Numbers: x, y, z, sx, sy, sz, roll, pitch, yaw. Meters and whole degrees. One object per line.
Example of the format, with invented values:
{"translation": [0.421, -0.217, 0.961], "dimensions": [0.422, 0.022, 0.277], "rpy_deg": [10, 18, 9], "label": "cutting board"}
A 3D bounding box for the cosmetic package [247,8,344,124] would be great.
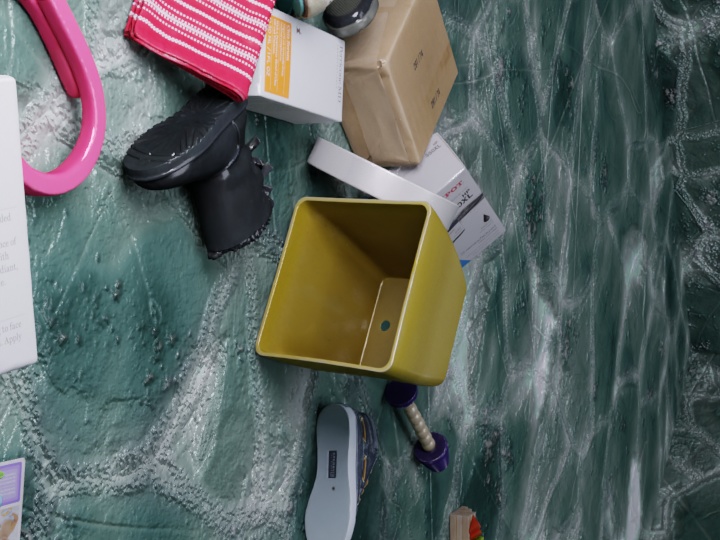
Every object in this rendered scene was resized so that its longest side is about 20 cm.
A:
{"translation": [-0.093, -0.233, 1.343], "dimensions": [0.199, 0.070, 0.104], "rpy_deg": [2, 90, -65], "label": "cosmetic package"}

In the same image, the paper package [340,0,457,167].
{"translation": [0.042, -0.271, 1.585], "dimensions": [0.192, 0.102, 0.202], "rpy_deg": [67, 35, -44], "label": "paper package"}

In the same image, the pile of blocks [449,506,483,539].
{"translation": [0.181, 0.503, 1.978], "dimensions": [0.082, 0.061, 0.204], "rpy_deg": [37, 59, -59], "label": "pile of blocks"}

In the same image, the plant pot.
{"translation": [0.022, 0.042, 1.413], "dimensions": [0.176, 0.197, 0.203], "rpy_deg": [34, 66, -50], "label": "plant pot"}

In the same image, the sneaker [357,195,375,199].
{"translation": [0.000, 0.000, 1.569], "dimensions": [0.083, 0.069, 0.204], "rpy_deg": [-7, 101, -74], "label": "sneaker"}

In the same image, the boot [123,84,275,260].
{"translation": [-0.161, -0.087, 1.221], "dimensions": [0.199, 0.072, 0.165], "rpy_deg": [-52, 143, -47], "label": "boot"}

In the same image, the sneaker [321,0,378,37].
{"translation": [-0.030, -0.373, 1.427], "dimensions": [0.202, 0.075, 0.115], "rpy_deg": [-91, 155, -43], "label": "sneaker"}

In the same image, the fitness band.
{"translation": [-0.284, -0.159, 0.993], "dimensions": [0.145, 0.037, 0.202], "rpy_deg": [-62, 143, -42], "label": "fitness band"}

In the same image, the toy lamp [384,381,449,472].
{"translation": [0.092, 0.240, 1.781], "dimensions": [0.201, 0.057, 0.059], "rpy_deg": [66, 37, -44], "label": "toy lamp"}

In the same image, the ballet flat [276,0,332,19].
{"translation": [-0.057, -0.321, 1.314], "dimensions": [0.200, 0.061, 0.069], "rpy_deg": [-134, -152, -75], "label": "ballet flat"}

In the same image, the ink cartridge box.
{"translation": [0.106, -0.081, 1.674], "dimensions": [0.144, 0.085, 0.200], "rpy_deg": [-39, 146, 3], "label": "ink cartridge box"}

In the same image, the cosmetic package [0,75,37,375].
{"translation": [-0.331, -0.024, 0.759], "dimensions": [0.164, 0.162, 0.204], "rpy_deg": [-20, 110, -63], "label": "cosmetic package"}

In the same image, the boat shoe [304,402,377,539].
{"translation": [-0.017, 0.281, 1.537], "dimensions": [0.091, 0.070, 0.204], "rpy_deg": [25, 68, -58], "label": "boat shoe"}

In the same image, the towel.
{"translation": [-0.152, -0.287, 1.195], "dimensions": [0.143, 0.022, 0.203], "rpy_deg": [26, 64, -28], "label": "towel"}

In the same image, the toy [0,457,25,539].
{"translation": [-0.309, 0.265, 0.959], "dimensions": [0.115, 0.046, 0.204], "rpy_deg": [-3, 94, -62], "label": "toy"}

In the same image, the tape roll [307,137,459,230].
{"translation": [0.029, -0.108, 1.461], "dimensions": [0.038, 0.201, 0.202], "rpy_deg": [-63, 153, 4], "label": "tape roll"}
